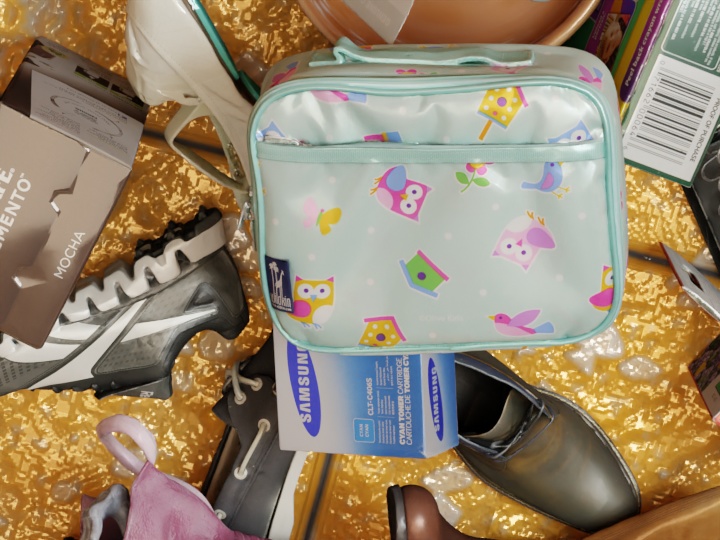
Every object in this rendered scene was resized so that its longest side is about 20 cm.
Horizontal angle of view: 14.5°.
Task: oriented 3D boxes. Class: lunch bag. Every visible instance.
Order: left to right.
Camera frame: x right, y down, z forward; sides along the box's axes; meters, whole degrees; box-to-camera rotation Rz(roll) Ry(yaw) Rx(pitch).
[{"bbox_3d":[0.036,-0.040,1.448,0.199,0.077,0.161,-1,116,7],"label":"lunch bag"}]

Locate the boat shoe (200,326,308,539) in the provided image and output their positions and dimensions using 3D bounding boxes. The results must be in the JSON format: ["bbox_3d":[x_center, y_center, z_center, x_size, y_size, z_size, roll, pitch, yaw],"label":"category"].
[{"bbox_3d":[-0.058,0.088,1.648,0.060,0.074,0.201,11,112,-9],"label":"boat shoe"}]

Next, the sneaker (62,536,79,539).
[{"bbox_3d":[-0.218,0.235,1.688,0.200,0.070,0.100,-42,95,5],"label":"sneaker"}]

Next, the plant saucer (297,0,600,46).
[{"bbox_3d":[0.053,-0.199,1.560,0.199,0.037,0.201,-2,83,14],"label":"plant saucer"}]

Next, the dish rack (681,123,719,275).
[{"bbox_3d":[0.239,-0.023,1.552,0.054,0.200,0.154,-31,116,-5],"label":"dish rack"}]

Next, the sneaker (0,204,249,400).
[{"bbox_3d":[-0.151,0.046,1.636,0.200,0.066,0.091,-28,101,4],"label":"sneaker"}]

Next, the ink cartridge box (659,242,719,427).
[{"bbox_3d":[0.235,0.077,1.629,0.200,0.109,0.050,42,100,-10],"label":"ink cartridge box"}]

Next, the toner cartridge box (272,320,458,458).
[{"bbox_3d":[0.000,0.000,1.553,0.095,0.043,0.201,1,99,29],"label":"toner cartridge box"}]

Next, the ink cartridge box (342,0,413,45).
[{"bbox_3d":[0.040,-0.235,1.491,0.057,0.163,0.200,9,114,-34],"label":"ink cartridge box"}]

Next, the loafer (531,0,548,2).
[{"bbox_3d":[0.094,-0.240,1.509,0.072,0.063,0.201,16,81,-42],"label":"loafer"}]

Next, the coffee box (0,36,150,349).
[{"bbox_3d":[-0.177,-0.047,1.542,0.080,0.200,0.113,27,102,-8],"label":"coffee box"}]

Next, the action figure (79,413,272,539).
[{"bbox_3d":[-0.072,0.173,1.615,0.199,0.134,0.149,9,79,-16],"label":"action figure"}]

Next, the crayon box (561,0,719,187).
[{"bbox_3d":[0.173,-0.166,1.530,0.058,0.173,0.200,19,104,-14],"label":"crayon box"}]

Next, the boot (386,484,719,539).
[{"bbox_3d":[0.124,0.166,1.635,0.199,0.069,0.189,-16,129,9],"label":"boot"}]

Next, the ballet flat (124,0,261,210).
[{"bbox_3d":[-0.089,-0.100,1.570,0.069,0.070,0.200,-32,129,7],"label":"ballet flat"}]

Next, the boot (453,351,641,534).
[{"bbox_3d":[0.086,0.099,1.638,0.200,0.097,0.075,39,101,-10],"label":"boot"}]
